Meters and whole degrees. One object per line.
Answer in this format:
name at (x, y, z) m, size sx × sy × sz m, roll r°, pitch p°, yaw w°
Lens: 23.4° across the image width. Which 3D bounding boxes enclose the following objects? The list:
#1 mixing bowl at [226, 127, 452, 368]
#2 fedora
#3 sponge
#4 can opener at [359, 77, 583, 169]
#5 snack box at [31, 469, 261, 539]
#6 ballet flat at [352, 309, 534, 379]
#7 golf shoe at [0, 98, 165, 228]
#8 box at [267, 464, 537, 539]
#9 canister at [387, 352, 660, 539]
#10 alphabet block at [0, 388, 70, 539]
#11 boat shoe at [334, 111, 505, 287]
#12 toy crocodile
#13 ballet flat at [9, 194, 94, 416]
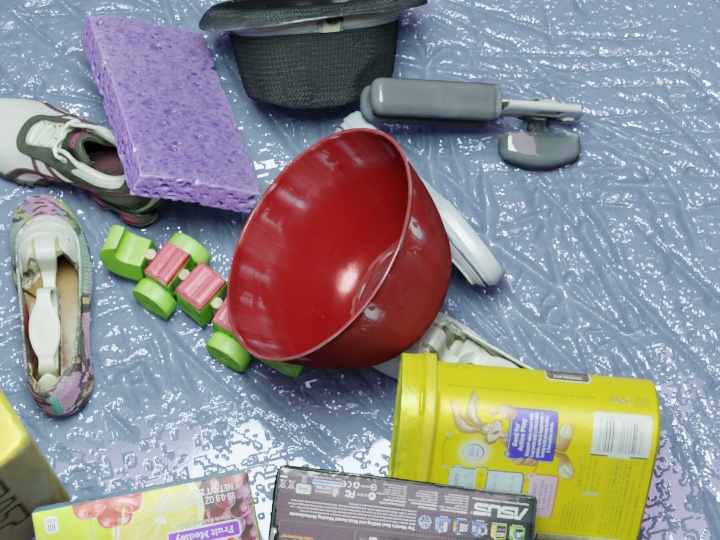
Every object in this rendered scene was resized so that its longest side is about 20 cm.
mixing bowl at (0.000, 0.000, 1.378) m, size 0.199 × 0.108 × 0.202 m, roll -29°, pitch 45°, yaw 34°
fedora at (-0.038, -0.191, 1.496) m, size 0.198 × 0.201 × 0.093 m, roll -5°, pitch 105°, yaw -2°
sponge at (-0.161, -0.134, 1.462) m, size 0.111 × 0.030 × 0.201 m, roll 6°, pitch 45°, yaw -32°
can opener at (0.099, -0.124, 1.481) m, size 0.198 × 0.053 × 0.068 m, roll 1°, pitch 82°, yaw -18°
snack box at (-0.150, 0.265, 1.316) m, size 0.167 × 0.068 × 0.202 m, roll -10°, pitch 88°, yaw -9°
ballet flat at (0.079, 0.071, 1.423) m, size 0.199 × 0.070 × 0.070 m, roll 26°, pitch 71°, yaw 10°
golf shoe at (-0.252, -0.109, 1.481) m, size 0.198 × 0.088 × 0.078 m, roll 20°, pitch 72°, yaw 9°
box at (0.024, 0.251, 1.284) m, size 0.198 × 0.048 × 0.195 m, roll 6°, pitch 85°, yaw -3°
canister at (0.124, 0.144, 1.355) m, size 0.198 × 0.150 × 0.087 m, roll 5°, pitch 33°, yaw -1°
alphabet block at (-0.361, 0.137, 1.327) m, size 0.196 × 0.200 × 0.196 m, roll -35°, pitch 73°, yaw -13°
boat shoe at (0.039, -0.046, 1.474) m, size 0.067 × 0.074 × 0.200 m, roll -43°, pitch 65°, yaw 1°
toy crocodile at (-0.127, 0.023, 1.443) m, size 0.199 × 0.062 × 0.068 m, roll 33°, pitch 73°, yaw 11°
ballet flat at (-0.257, 0.019, 1.440) m, size 0.068 × 0.071 × 0.202 m, roll -8°, pitch 69°, yaw -2°
